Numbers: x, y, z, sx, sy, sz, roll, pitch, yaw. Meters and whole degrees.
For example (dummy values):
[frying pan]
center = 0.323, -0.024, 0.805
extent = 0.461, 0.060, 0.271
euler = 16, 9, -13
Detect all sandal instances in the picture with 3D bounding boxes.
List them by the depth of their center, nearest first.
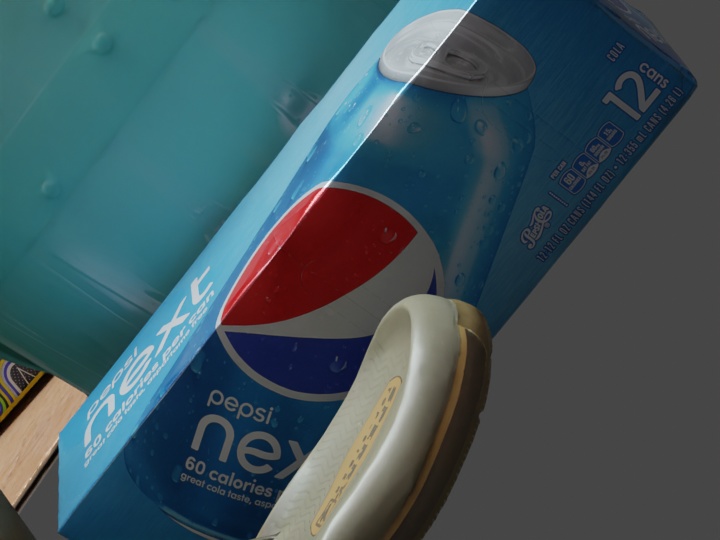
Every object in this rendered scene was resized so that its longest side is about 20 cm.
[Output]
[sandal]
center = -0.033, 0.088, 0.610
extent = 0.201, 0.054, 0.080
euler = -63, 17, -8

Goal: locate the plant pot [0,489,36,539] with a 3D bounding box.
[plant pot]
center = -0.186, 0.074, 0.692
extent = 0.187, 0.201, 0.188
euler = -17, 25, 8

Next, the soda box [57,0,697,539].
[soda box]
center = 0.000, 0.000, 0.683
extent = 0.200, 0.064, 0.068
euler = -52, 16, 12

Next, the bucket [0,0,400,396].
[bucket]
center = -0.062, -0.053, 0.798
extent = 0.207, 0.135, 0.207
euler = -50, 8, 10

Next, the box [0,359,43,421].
[box]
center = -0.199, 0.052, 1.131
extent = 0.200, 0.070, 0.064
euler = -46, 17, 28
